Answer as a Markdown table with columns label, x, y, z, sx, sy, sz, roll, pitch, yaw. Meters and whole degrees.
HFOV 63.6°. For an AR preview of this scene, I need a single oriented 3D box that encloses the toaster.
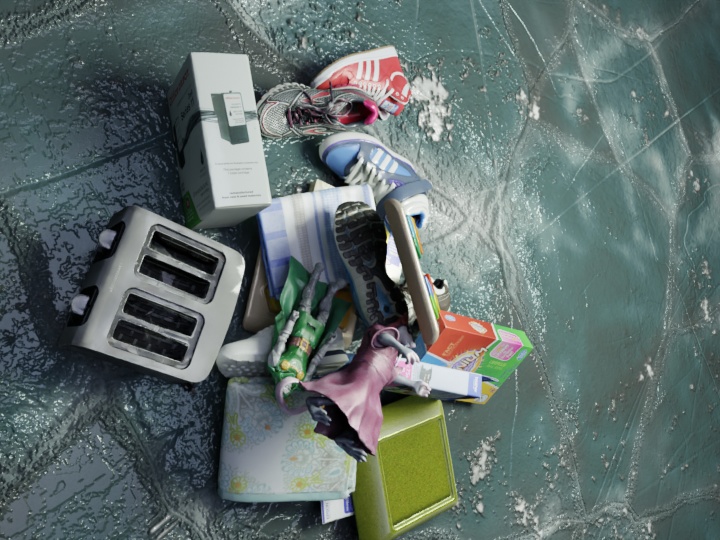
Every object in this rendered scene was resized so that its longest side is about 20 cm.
| label | x | y | z | sx | sy | sz | roll | pitch | yaw |
| --- | --- | --- | --- | --- | --- | --- | --- | --- | --- |
| toaster | -0.254 | 0.042 | 0.739 | 0.198 | 0.118 | 0.184 | 26 | 71 | -27 |

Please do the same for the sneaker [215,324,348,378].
| label | x | y | z | sx | sy | sz | roll | pitch | yaw |
| --- | --- | --- | --- | --- | --- | --- | --- | --- | --- |
| sneaker | -0.110 | 0.105 | 0.810 | 0.197 | 0.076 | 0.082 | 3 | 64 | -38 |

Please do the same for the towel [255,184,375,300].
| label | x | y | z | sx | sy | sz | roll | pitch | yaw |
| --- | --- | --- | --- | --- | --- | --- | --- | --- | --- |
| towel | -0.054 | -0.045 | 0.866 | 0.197 | 0.024 | 0.150 | -12 | 95 | -29 |

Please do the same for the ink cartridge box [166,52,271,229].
| label | x | y | z | sx | sy | sz | roll | pitch | yaw |
| --- | --- | --- | --- | --- | --- | --- | --- | --- | --- |
| ink cartridge box | -0.197 | -0.170 | 0.791 | 0.082 | 0.146 | 0.205 | -8 | 86 | -31 |

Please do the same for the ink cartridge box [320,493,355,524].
| label | x | y | z | sx | sy | sz | roll | pitch | yaw |
| --- | --- | --- | --- | --- | --- | --- | --- | --- | --- |
| ink cartridge box | 0.012 | 0.321 | 0.917 | 0.197 | 0.039 | 0.102 | 0 | 84 | -34 |

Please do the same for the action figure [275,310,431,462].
| label | x | y | z | sx | sy | sz | roll | pitch | yaw |
| --- | --- | --- | --- | --- | --- | --- | --- | --- | --- |
| action figure | 0.008 | 0.131 | 0.739 | 0.136 | 0.146 | 0.201 | 80 | 32 | -45 |

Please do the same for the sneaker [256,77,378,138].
| label | x | y | z | sx | sy | sz | roll | pitch | yaw |
| --- | --- | --- | --- | --- | --- | --- | --- | --- | --- |
| sneaker | -0.068 | -0.249 | 0.898 | 0.196 | 0.075 | 0.082 | -15 | 123 | -15 |

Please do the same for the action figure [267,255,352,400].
| label | x | y | z | sx | sy | sz | roll | pitch | yaw |
| --- | --- | --- | --- | --- | --- | --- | --- | --- | --- |
| action figure | -0.074 | 0.084 | 0.769 | 0.117 | 0.054 | 0.202 | 35 | 49 | -19 |

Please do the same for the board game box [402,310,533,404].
| label | x | y | z | sx | sy | sz | roll | pitch | yaw |
| --- | --- | --- | --- | --- | --- | --- | --- | --- | --- |
| board game box | 0.173 | 0.153 | 0.985 | 0.197 | 0.154 | 0.041 | 14 | 33 | -29 |

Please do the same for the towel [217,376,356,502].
| label | x | y | z | sx | sy | sz | roll | pitch | yaw |
| --- | --- | --- | --- | --- | --- | --- | --- | --- | --- |
| towel | -0.092 | 0.232 | 0.800 | 0.196 | 0.048 | 0.175 | 5 | 102 | -16 |

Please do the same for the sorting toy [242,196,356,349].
| label | x | y | z | sx | sy | sz | roll | pitch | yaw |
| --- | --- | --- | --- | --- | --- | --- | --- | --- | --- |
| sorting toy | -0.072 | 0.010 | 0.885 | 0.182 | 0.036 | 0.204 | 16 | 86 | -29 |

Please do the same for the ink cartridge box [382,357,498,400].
| label | x | y | z | sx | sy | sz | roll | pitch | yaw |
| --- | --- | --- | --- | --- | --- | --- | --- | --- | --- |
| ink cartridge box | 0.095 | 0.167 | 0.877 | 0.196 | 0.119 | 0.043 | 12 | 72 | -23 |

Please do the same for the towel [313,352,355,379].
| label | x | y | z | sx | sy | sz | roll | pitch | yaw |
| --- | --- | --- | --- | --- | --- | --- | --- | --- | --- |
| towel | -0.063 | 0.180 | 0.883 | 0.197 | 0.048 | 0.114 | 8 | 78 | -31 |

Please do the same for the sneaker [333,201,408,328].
| label | x | y | z | sx | sy | sz | roll | pitch | yaw |
| --- | --- | --- | --- | --- | --- | --- | --- | --- | --- |
| sneaker | 0.000 | 0.000 | 0.839 | 0.077 | 0.090 | 0.204 | -12 | 82 | -21 |

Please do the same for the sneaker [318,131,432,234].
| label | x | y | z | sx | sy | sz | roll | pitch | yaw |
| --- | --- | --- | --- | --- | --- | --- | --- | --- | --- |
| sneaker | 0.031 | -0.133 | 0.942 | 0.197 | 0.081 | 0.149 | 15 | 46 | -36 |

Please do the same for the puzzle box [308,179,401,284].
| label | x | y | z | sx | sy | sz | roll | pitch | yaw |
| --- | --- | --- | --- | --- | --- | --- | --- | --- | --- |
| puzzle box | -0.010 | -0.049 | 0.964 | 0.197 | 0.025 | 0.136 | 23 | 71 | -28 |

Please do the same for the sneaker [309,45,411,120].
| label | x | y | z | sx | sy | sz | roll | pitch | yaw |
| --- | --- | --- | --- | --- | --- | --- | --- | --- | --- |
| sneaker | 0.010 | -0.305 | 0.988 | 0.198 | 0.071 | 0.114 | -31 | 96 | -34 |

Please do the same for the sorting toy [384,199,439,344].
| label | x | y | z | sx | sy | sz | roll | pitch | yaw |
| --- | --- | --- | --- | --- | --- | --- | --- | --- | --- |
| sorting toy | 0.078 | -0.003 | 0.808 | 0.036 | 0.200 | 0.189 | -16 | 89 | 5 |

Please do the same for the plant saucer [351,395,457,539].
| label | x | y | z | sx | sy | sz | roll | pitch | yaw |
| --- | --- | --- | --- | --- | --- | --- | --- | --- | --- |
| plant saucer | 0.076 | 0.310 | 0.907 | 0.197 | 0.048 | 0.204 | -10 | 91 | -35 |

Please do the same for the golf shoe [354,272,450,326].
| label | x | y | z | sx | sy | sz | roll | pitch | yaw |
| --- | --- | --- | --- | --- | --- | --- | --- | --- | --- |
| golf shoe | 0.072 | 0.047 | 0.955 | 0.197 | 0.077 | 0.097 | 5 | 90 | -42 |
